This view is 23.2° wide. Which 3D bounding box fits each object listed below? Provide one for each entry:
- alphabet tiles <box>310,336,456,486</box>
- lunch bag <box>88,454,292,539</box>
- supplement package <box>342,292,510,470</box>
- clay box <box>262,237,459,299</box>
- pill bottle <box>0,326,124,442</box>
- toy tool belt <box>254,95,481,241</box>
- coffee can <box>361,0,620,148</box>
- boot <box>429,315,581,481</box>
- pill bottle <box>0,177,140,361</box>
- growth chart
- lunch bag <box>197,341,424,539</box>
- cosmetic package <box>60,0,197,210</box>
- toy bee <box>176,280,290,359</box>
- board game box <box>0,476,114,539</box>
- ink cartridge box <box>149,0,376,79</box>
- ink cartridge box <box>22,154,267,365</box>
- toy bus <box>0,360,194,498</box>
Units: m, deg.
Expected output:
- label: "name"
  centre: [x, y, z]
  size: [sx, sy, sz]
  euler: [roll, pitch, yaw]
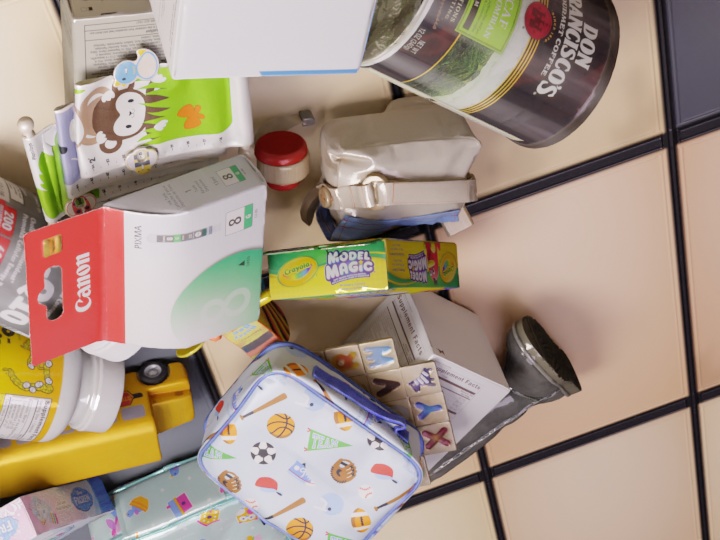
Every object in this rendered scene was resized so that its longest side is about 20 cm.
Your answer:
- label: "alphabet tiles"
  centre: [-0.015, 0.146, 1.666]
  size: [0.198, 0.006, 0.168]
  euler: [-11, 117, 9]
- label: "lunch bag"
  centre: [-0.169, 0.269, 1.814]
  size: [0.198, 0.077, 0.161]
  euler: [-22, 140, 0]
- label: "supplement package"
  centre: [0.033, 0.128, 1.737]
  size: [0.109, 0.114, 0.200]
  euler: [26, 119, -36]
- label: "clay box"
  centre: [0.000, 0.000, 1.552]
  size: [0.114, 0.048, 0.200]
  euler: [-6, 178, 24]
- label: "pill bottle"
  centre: [-0.318, 0.093, 1.569]
  size: [0.198, 0.113, 0.113]
  euler: [10, 128, -28]
- label: "toy tool belt"
  centre: [0.007, -0.069, 1.537]
  size: [0.198, 0.125, 0.124]
  euler: [-9, 126, -12]
- label: "coffee can"
  centre: [0.090, -0.201, 1.425]
  size: [0.199, 0.147, 0.147]
  euler: [20, 122, -34]
- label: "boot"
  centre: [0.119, 0.137, 1.804]
  size: [0.199, 0.073, 0.182]
  euler: [-26, 148, 12]
- label: "pill bottle"
  centre: [-0.272, 0.000, 1.496]
  size: [0.199, 0.114, 0.114]
  euler: [27, 118, -37]
- label: "growth chart"
  centre: [-0.175, -0.112, 1.395]
  size: [0.198, 0.018, 0.145]
  euler: [-21, 136, -6]
- label: "lunch bag"
  centre: [-0.040, 0.167, 1.635]
  size: [0.199, 0.076, 0.161]
  euler: [35, 112, -13]
- label: "cosmetic package"
  centre: [-0.187, -0.145, 1.423]
  size: [0.102, 0.073, 0.201]
  euler: [-7, 134, -16]
- label: "toy bee"
  centre: [-0.127, 0.036, 1.593]
  size: [0.199, 0.109, 0.131]
  euler: [23, 123, -36]
- label: "board game box"
  centre: [-0.360, 0.267, 1.682]
  size: [0.199, 0.044, 0.199]
  euler: [-28, 174, 10]
- label: "ink cartridge box"
  centre: [-0.084, -0.236, 1.288]
  size: [0.143, 0.201, 0.085]
  euler: [-3, 137, -17]
- label: "ink cartridge box"
  centre: [-0.173, 0.005, 1.436]
  size: [0.199, 0.050, 0.162]
  euler: [-23, 142, -26]
- label: "toy bus"
  centre: [-0.255, 0.150, 1.671]
  size: [0.198, 0.079, 0.065]
  euler: [-13, 135, -10]
